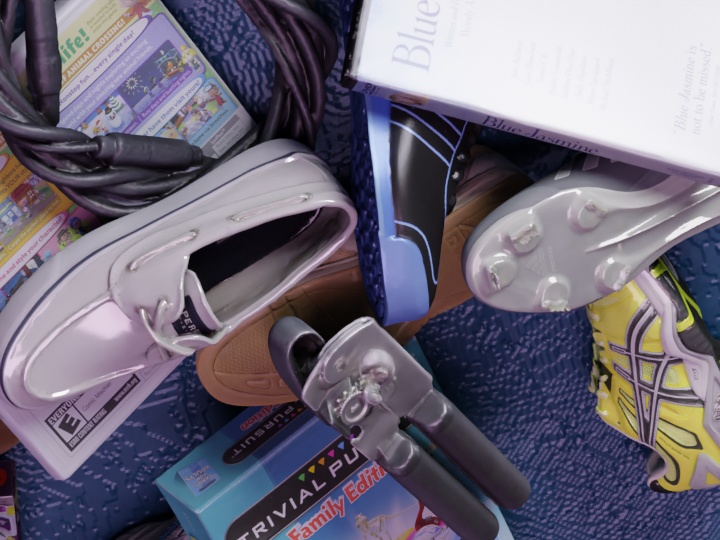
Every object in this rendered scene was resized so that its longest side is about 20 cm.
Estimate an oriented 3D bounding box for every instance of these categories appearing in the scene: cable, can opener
[{"bbox_3d":[-0.100,-0.102,1.431,0.200,0.051,0.163,45,77,-28],"label":"cable"},{"bbox_3d":[0.019,0.076,1.490,0.053,0.067,0.200,-50,142,-4],"label":"can opener"}]

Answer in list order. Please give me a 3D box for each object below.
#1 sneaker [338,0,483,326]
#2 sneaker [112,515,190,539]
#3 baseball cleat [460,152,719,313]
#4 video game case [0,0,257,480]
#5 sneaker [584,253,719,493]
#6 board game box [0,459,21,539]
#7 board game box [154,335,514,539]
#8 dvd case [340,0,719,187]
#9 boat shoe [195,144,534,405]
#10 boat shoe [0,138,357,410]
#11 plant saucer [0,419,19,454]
[{"bbox_3d":[0.035,-0.074,1.436,0.077,0.070,0.201,-2,85,-10],"label":"sneaker"},{"bbox_3d":[-0.072,0.155,1.587,0.078,0.086,0.200,39,107,-21],"label":"sneaker"},{"bbox_3d":[0.126,-0.039,1.471,0.199,0.106,0.070,-20,119,-20],"label":"baseball cleat"},{"bbox_3d":[-0.138,-0.027,1.464,0.200,0.022,0.182,-46,117,-15],"label":"video game case"},{"bbox_3d":[0.151,0.045,1.548,0.076,0.076,0.200,-28,115,11],"label":"sneaker"},{"bbox_3d":[-0.285,0.150,1.586,0.199,0.032,0.120,-1,144,-3],"label":"board game box"},{"bbox_3d":[-0.002,0.145,1.560,0.151,0.047,0.200,-38,126,-16],"label":"board game box"},{"bbox_3d":[0.097,-0.132,1.424,0.199,0.143,0.018,14,161,-11],"label":"dvd case"},{"bbox_3d":[0.000,0.000,1.503,0.199,0.069,0.074,-28,128,-5],"label":"boat shoe"},{"bbox_3d":[-0.091,0.012,1.428,0.199,0.066,0.072,-30,128,-12],"label":"boat shoe"},{"bbox_3d":[-0.245,0.052,1.511,0.199,0.030,0.200,-3,144,-2],"label":"plant saucer"}]
